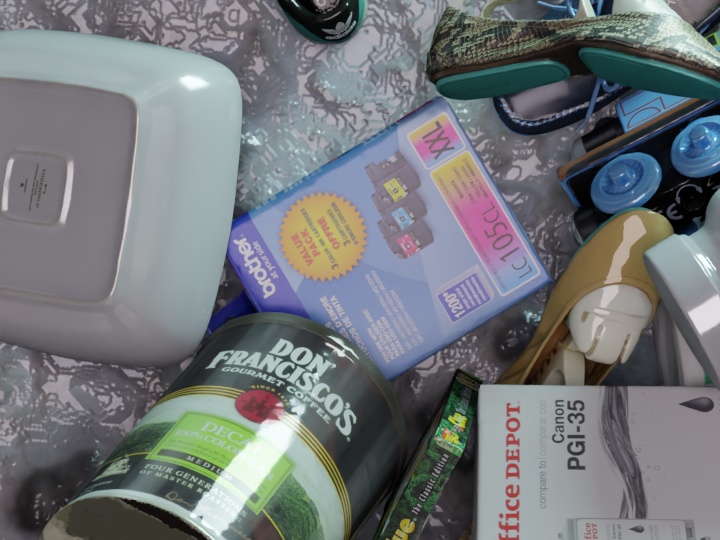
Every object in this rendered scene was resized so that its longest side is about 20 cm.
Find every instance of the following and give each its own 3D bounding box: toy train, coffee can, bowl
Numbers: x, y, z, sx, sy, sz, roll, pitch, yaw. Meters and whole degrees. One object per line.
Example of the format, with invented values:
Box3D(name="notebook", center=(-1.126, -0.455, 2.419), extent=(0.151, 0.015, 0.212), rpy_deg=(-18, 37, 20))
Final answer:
Box3D(name="toy train", center=(0.215, -0.080, 1.487), extent=(0.200, 0.114, 0.087), rpy_deg=(-28, 130, 14))
Box3D(name="coffee can", center=(-0.077, 0.137, 1.401), extent=(0.146, 0.200, 0.147), rpy_deg=(13, 124, 20))
Box3D(name="bowl", center=(-0.182, -0.046, 1.468), extent=(0.199, 0.075, 0.201), rpy_deg=(10, 92, 21))

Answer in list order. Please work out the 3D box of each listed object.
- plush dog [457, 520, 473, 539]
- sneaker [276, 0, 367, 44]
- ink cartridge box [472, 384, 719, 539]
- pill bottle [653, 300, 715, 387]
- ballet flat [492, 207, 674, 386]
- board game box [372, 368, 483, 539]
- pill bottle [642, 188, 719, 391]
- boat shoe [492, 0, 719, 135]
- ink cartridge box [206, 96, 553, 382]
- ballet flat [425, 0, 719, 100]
Box3D(name="plush dog", center=(0.133, 0.212, 1.491), extent=(0.172, 0.161, 0.200), rpy_deg=(40, 62, 3))
Box3D(name="sneaker", center=(-0.053, -0.233, 1.494), extent=(0.071, 0.080, 0.200), rpy_deg=(-31, 92, 0))
Box3D(name="ink cartridge box", center=(0.164, 0.147, 1.410), extent=(0.199, 0.083, 0.147), rpy_deg=(0, 52, 4))
Box3D(name="pill bottle", center=(0.288, 0.040, 1.497), extent=(0.199, 0.113, 0.114), rpy_deg=(-7, 92, -1))
Box3D(name="ballet flat", center=(0.138, 0.050, 1.473), extent=(0.068, 0.063, 0.200), rpy_deg=(15, 129, -19))
Box3D(name="board game box", center=(0.037, 0.125, 1.442), extent=(0.023, 0.200, 0.105), rpy_deg=(25, 100, 2))
Box3D(name="pill bottle", center=(0.271, -0.019, 1.392), extent=(0.200, 0.116, 0.116), rpy_deg=(-30, 92, 0))
Box3D(name="boat shoe", center=(0.166, -0.159, 1.509), extent=(0.200, 0.069, 0.084), rpy_deg=(-39, 92, 0))
Box3D(name="ink cartridge box", center=(0.000, 0.000, 1.508), extent=(0.200, 0.076, 0.137), rpy_deg=(-31, 92, 1))
Box3D(name="ballet flat", center=(0.133, -0.143, 1.454), extent=(0.199, 0.068, 0.076), rpy_deg=(2, 75, 26))
